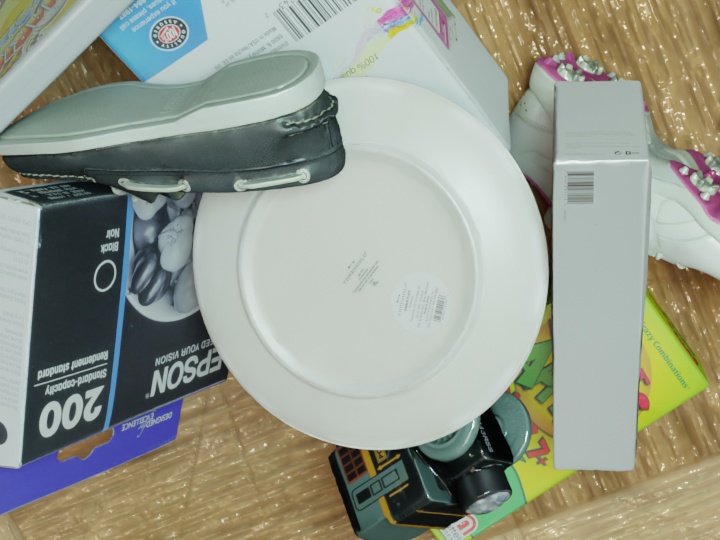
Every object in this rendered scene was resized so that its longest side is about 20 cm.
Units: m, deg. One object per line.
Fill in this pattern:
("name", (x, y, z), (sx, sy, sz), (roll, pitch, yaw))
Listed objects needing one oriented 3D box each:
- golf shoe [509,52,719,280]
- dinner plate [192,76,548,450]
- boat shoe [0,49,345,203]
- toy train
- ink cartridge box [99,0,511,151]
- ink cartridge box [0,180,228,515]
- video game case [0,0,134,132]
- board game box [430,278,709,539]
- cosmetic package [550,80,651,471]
("golf shoe", (0.164, -0.039, 0.759), (0.200, 0.075, 0.092), (46, 121, 22))
("dinner plate", (0.000, 0.000, 0.691), (0.197, 0.024, 0.203), (3, 101, 14))
("boat shoe", (-0.102, -0.063, 0.672), (0.198, 0.076, 0.061), (-3, 123, 29))
("toy train", (0.021, 0.063, 0.777), (0.114, 0.085, 0.202), (-36, 60, 25))
("ink cartridge box", (-0.026, -0.120, 0.727), (0.144, 0.085, 0.200), (-28, 120, 24))
("ink cartridge box", (-0.144, 0.042, 0.772), (0.043, 0.197, 0.203), (19, 109, 26))
("video game case", (-0.173, -0.167, 0.724), (0.199, 0.183, 0.023), (-39, 129, 19))
("board game box", (0.107, 0.080, 0.826), (0.199, 0.048, 0.102), (-36, 98, 15))
("cosmetic package", (0.128, 0.006, 0.703), (0.050, 0.083, 0.202), (-1, 126, 7))
